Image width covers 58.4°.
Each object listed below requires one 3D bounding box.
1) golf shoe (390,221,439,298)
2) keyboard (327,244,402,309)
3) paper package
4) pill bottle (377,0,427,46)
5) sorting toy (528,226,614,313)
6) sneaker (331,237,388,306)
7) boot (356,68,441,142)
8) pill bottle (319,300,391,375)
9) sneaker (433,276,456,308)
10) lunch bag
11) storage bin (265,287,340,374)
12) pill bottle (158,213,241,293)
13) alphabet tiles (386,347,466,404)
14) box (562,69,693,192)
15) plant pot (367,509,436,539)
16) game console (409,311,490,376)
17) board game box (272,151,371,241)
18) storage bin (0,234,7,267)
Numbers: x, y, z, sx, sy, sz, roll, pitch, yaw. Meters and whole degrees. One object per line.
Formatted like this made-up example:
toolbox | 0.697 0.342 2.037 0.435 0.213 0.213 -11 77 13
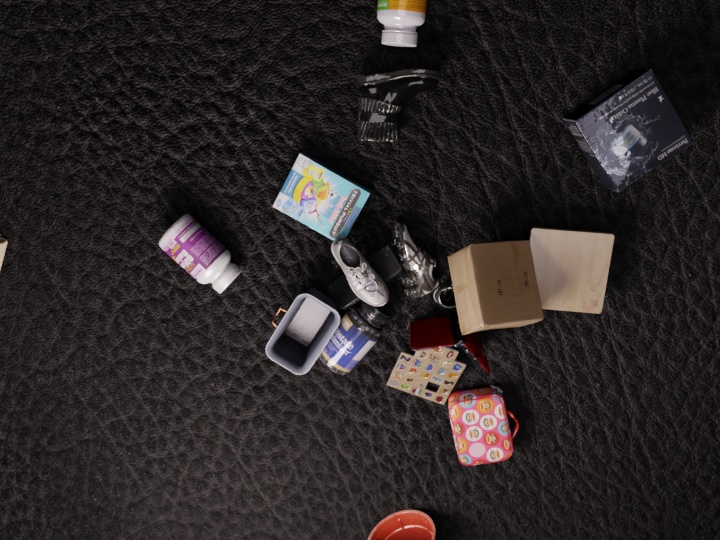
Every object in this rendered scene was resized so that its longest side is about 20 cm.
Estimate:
golf shoe | 0.138 -0.034 1.629 0.094 0.078 0.201 -19 102 -14
keyboard | 0.000 0.000 1.642 0.200 0.021 0.127 -33 78 16
paper package | 0.322 0.040 1.533 0.190 0.103 0.201 -4 77 -24
pill bottle | 0.095 -0.612 1.448 0.110 0.111 0.201 5 105 3
sorting toy | 0.505 -0.007 1.603 0.198 0.070 0.201 5 106 3
sneaker | -0.005 0.007 1.572 0.075 0.082 0.200 -40 92 -2
boot | 0.091 -0.385 1.524 0.210 0.079 0.159 -3 98 16
pill bottle | -0.014 0.163 1.662 0.112 0.112 0.200 38 104 -6
sneaker | 0.266 0.025 1.613 0.200 0.099 0.071 -44 96 12
lunch bag | 0.331 0.413 1.720 0.175 0.082 0.201 -10 103 6
storage bin | -0.147 0.138 1.653 0.145 0.134 0.201 32 104 -5
pill bottle | -0.402 -0.038 1.635 0.200 0.112 0.112 43 104 -7
alphabet tiles | 0.175 0.263 1.691 0.166 0.008 0.201 20 127 -1
box | 0.614 -0.323 1.488 0.196 0.117 0.200 -34 101 12
plant pot | 0.143 0.814 1.793 0.200 0.201 0.196 -19 111 9
game console | 0.220 0.190 1.607 0.119 0.200 0.173 -38 100 13
board game box | -0.096 -0.180 1.610 0.199 0.047 0.151 29 105 -4
storage bin | -1.063 -0.025 1.694 0.198 0.094 0.201 23 105 -2
